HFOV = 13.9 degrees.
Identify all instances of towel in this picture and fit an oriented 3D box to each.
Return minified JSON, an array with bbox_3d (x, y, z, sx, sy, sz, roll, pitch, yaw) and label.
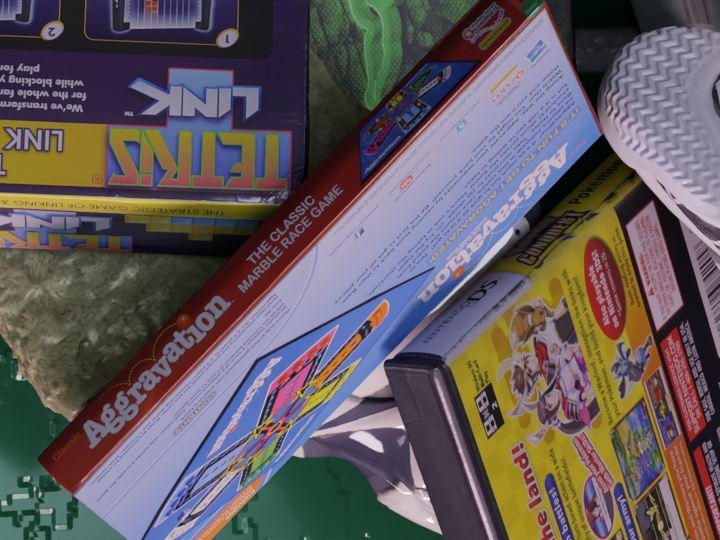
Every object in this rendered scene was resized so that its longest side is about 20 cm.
[{"bbox_3d":[-0.085,-0.052,0.955,0.148,0.037,0.200,-35,78,-16],"label":"towel"}]

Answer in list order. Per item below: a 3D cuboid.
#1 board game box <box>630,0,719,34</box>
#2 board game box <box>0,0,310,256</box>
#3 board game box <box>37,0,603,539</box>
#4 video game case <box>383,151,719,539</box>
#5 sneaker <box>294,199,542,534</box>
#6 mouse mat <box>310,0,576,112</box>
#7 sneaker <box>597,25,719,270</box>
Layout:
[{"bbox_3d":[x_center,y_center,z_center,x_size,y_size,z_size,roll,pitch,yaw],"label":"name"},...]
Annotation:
[{"bbox_3d":[0.197,-0.152,1.056,0.199,0.105,0.104,-20,101,-18],"label":"board game box"},{"bbox_3d":[-0.114,-0.092,0.918,0.198,0.057,0.167,3,73,-4],"label":"board game box"},{"bbox_3d":[-0.008,0.005,0.904,0.200,0.103,0.019,-46,65,-4],"label":"board game box"},{"bbox_3d":[0.096,0.069,1.024,0.181,0.025,0.201,-41,122,-39],"label":"video game case"},{"bbox_3d":[0.000,0.000,1.015,0.198,0.079,0.130,27,76,-12],"label":"sneaker"},{"bbox_3d":[0.002,-0.141,1.037,0.160,0.008,0.202,-5,96,-20],"label":"mouse mat"},{"bbox_3d":[0.149,0.003,1.009,0.199,0.115,0.075,35,62,-7],"label":"sneaker"}]
